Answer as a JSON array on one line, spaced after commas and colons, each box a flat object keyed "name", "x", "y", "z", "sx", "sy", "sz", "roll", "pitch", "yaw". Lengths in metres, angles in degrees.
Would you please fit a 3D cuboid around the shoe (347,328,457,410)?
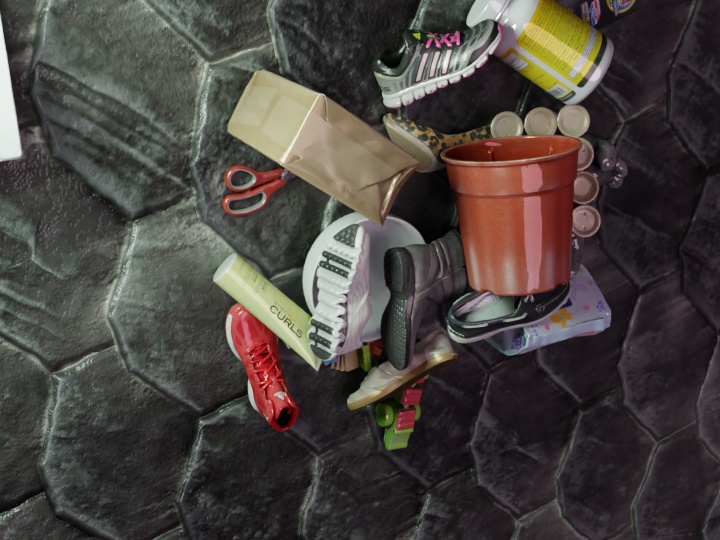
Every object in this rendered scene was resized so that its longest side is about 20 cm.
[{"name": "shoe", "x": 0.058, "y": 0.155, "z": 1.767, "sx": 0.199, "sy": 0.054, "sz": 0.070, "roll": -31, "pitch": 167, "yaw": 22}]

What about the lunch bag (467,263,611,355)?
[{"name": "lunch bag", "x": 0.275, "y": 0.051, "z": 1.807, "sx": 0.168, "sy": 0.200, "sz": 0.128, "roll": -13, "pitch": 117, "yaw": -23}]

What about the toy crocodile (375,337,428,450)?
[{"name": "toy crocodile", "x": 0.072, "y": 0.200, "z": 1.843, "sx": 0.067, "sy": 0.062, "sz": 0.202, "roll": 0, "pitch": 111, "yaw": -29}]

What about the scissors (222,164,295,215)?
[{"name": "scissors", "x": -0.105, "y": -0.131, "z": 1.633, "sx": 0.198, "sy": 0.014, "sz": 0.074, "roll": -17, "pitch": 116, "yaw": -23}]

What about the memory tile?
[{"name": "memory tile", "x": 0.278, "y": -0.144, "z": 1.717, "sx": 0.152, "sy": 0.017, "sz": 0.202, "roll": -7, "pitch": 96, "yaw": 1}]

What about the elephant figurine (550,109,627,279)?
[{"name": "elephant figurine", "x": 0.309, "y": -0.116, "z": 1.778, "sx": 0.200, "sy": 0.155, "sz": 0.142, "roll": -49, "pitch": 134, "yaw": -11}]

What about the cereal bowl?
[{"name": "cereal bowl", "x": 0.000, "y": 0.000, "z": 1.703, "sx": 0.198, "sy": 0.083, "sz": 0.202, "roll": -12, "pitch": 117, "yaw": -25}]

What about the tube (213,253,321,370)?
[{"name": "tube", "x": -0.121, "y": 0.056, "z": 1.649, "sx": 0.200, "sy": 0.052, "sz": 0.058, "roll": 42, "pitch": 82, "yaw": -19}]

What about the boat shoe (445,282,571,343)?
[{"name": "boat shoe", "x": 0.220, "y": 0.047, "z": 1.686, "sx": 0.199, "sy": 0.076, "sz": 0.060, "roll": -27, "pitch": 153, "yaw": -8}]

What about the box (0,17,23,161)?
[{"name": "box", "x": -0.500, "y": -0.223, "z": 1.276, "sx": 0.197, "sy": 0.171, "sz": 0.202, "roll": -13, "pitch": 118, "yaw": -23}]

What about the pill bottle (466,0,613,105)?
[{"name": "pill bottle", "x": 0.257, "y": -0.336, "z": 1.659, "sx": 0.199, "sy": 0.112, "sz": 0.113, "roll": 31, "pitch": 95, "yaw": -14}]

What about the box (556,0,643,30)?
[{"name": "box", "x": 0.335, "y": -0.457, "z": 1.713, "sx": 0.159, "sy": 0.044, "sz": 0.201, "roll": -26, "pitch": 121, "yaw": -16}]

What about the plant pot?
[{"name": "plant pot", "x": 0.219, "y": -0.078, "z": 1.631, "sx": 0.199, "sy": 0.200, "sz": 0.197, "roll": -13, "pitch": 107, "yaw": -24}]

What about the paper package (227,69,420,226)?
[{"name": "paper package", "x": -0.051, "y": -0.166, "z": 1.524, "sx": 0.190, "sy": 0.200, "sz": 0.104, "roll": 29, "pitch": 92, "yaw": -33}]

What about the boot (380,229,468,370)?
[{"name": "boot", "x": 0.102, "y": 0.047, "z": 1.693, "sx": 0.131, "sy": 0.070, "sz": 0.202, "roll": -13, "pitch": 121, "yaw": -30}]

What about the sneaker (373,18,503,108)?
[{"name": "sneaker", "x": 0.101, "y": -0.305, "z": 1.602, "sx": 0.199, "sy": 0.074, "sz": 0.088, "roll": -25, "pitch": 119, "yaw": 21}]

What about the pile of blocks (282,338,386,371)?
[{"name": "pile of blocks", "x": -0.030, "y": 0.124, "z": 1.754, "sx": 0.198, "sy": 0.062, "sz": 0.083, "roll": 6, "pitch": 108, "yaw": -30}]

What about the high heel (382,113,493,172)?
[{"name": "high heel", "x": 0.128, "y": -0.209, "z": 1.715, "sx": 0.199, "sy": 0.071, "sz": 0.143, "roll": 36, "pitch": 65, "yaw": -20}]

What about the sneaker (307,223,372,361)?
[{"name": "sneaker", "x": -0.018, "y": 0.028, "z": 1.622, "sx": 0.081, "sy": 0.075, "sz": 0.202, "roll": -4, "pitch": 115, "yaw": -41}]

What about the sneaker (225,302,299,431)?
[{"name": "sneaker", "x": -0.130, "y": 0.145, "z": 1.674, "sx": 0.078, "sy": 0.115, "sz": 0.201, "roll": -27, "pitch": 122, "yaw": -16}]
